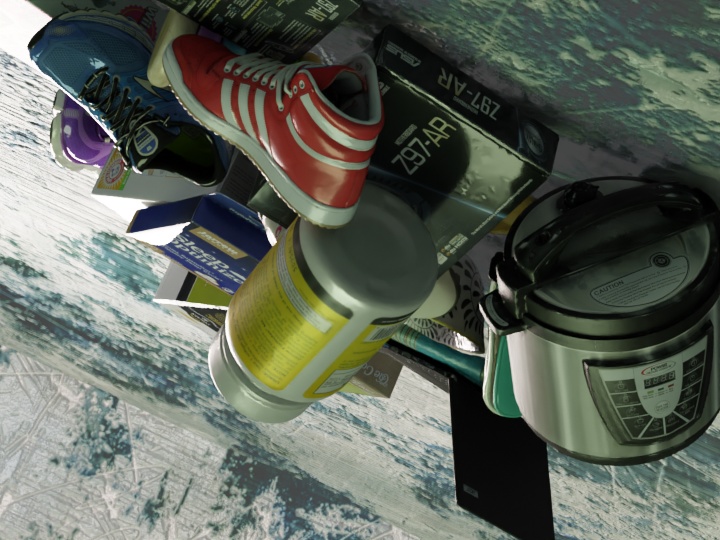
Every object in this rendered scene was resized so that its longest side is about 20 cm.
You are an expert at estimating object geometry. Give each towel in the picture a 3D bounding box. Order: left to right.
[{"bbox_3d":[0.041,0.061,1.823,0.199,0.022,0.147,27,174,15],"label":"towel"}]

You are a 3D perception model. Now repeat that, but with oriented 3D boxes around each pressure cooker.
[{"bbox_3d":[0.190,0.026,1.517,0.177,0.176,0.201,13,135,24],"label":"pressure cooker"}]

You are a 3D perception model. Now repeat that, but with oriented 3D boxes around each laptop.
[{"bbox_3d":[0.084,0.155,1.820,0.199,0.104,0.177,24,173,41],"label":"laptop"}]

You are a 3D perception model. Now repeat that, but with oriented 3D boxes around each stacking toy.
[{"bbox_3d":[-0.063,-0.149,1.575,0.199,0.086,0.085,23,166,-12],"label":"stacking toy"}]

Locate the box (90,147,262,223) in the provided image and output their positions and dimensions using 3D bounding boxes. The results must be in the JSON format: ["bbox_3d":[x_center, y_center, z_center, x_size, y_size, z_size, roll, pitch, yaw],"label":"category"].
[{"bbox_3d":[-0.142,-0.082,1.872,0.199,0.102,0.112,8,157,49],"label":"box"}]

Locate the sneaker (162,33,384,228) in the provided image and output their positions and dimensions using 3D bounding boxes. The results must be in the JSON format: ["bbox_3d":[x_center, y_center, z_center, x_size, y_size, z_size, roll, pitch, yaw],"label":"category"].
[{"bbox_3d":[-0.059,-0.135,1.446,0.200,0.071,0.113,43,132,21],"label":"sneaker"}]

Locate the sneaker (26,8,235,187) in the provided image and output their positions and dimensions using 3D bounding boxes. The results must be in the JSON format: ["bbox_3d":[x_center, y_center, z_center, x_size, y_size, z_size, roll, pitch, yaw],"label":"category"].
[{"bbox_3d":[-0.177,-0.134,1.598,0.199,0.090,0.079,30,121,-27],"label":"sneaker"}]

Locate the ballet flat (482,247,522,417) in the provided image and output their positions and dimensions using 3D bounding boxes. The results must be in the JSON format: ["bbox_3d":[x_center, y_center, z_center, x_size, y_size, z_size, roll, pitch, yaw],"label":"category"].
[{"bbox_3d":[0.135,0.027,1.676,0.069,0.202,0.070,7,-152,-4],"label":"ballet flat"}]

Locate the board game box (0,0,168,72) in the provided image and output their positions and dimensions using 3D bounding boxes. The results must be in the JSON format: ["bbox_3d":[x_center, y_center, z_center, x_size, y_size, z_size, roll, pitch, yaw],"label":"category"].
[{"bbox_3d":[-0.231,-0.201,1.686,0.199,0.065,0.147,31,164,-28],"label":"board game box"}]

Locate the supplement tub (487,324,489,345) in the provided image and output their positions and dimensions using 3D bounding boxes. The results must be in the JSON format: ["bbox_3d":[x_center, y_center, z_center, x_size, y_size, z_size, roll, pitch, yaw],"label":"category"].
[{"bbox_3d":[0.199,0.053,1.750,0.122,0.123,0.200,30,165,-19],"label":"supplement tub"}]

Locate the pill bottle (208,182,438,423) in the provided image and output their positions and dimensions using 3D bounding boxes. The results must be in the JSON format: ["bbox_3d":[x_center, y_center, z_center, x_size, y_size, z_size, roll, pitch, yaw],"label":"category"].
[{"bbox_3d":[-0.035,0.030,1.538,0.114,0.115,0.200,28,137,-14],"label":"pill bottle"}]

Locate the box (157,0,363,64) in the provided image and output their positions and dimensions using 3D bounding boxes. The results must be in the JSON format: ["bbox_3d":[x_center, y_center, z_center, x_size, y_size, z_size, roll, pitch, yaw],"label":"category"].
[{"bbox_3d":[-0.088,-0.219,1.427,0.159,0.044,0.200,28,165,-11],"label":"box"}]

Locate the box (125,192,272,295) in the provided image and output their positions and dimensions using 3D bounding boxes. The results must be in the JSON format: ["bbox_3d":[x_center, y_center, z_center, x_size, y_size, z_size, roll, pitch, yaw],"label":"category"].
[{"bbox_3d":[-0.122,-0.022,1.788,0.121,0.033,0.200,31,163,-22],"label":"box"}]

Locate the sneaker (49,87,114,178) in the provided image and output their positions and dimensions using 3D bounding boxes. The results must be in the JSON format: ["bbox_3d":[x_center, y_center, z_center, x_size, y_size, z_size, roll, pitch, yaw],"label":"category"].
[{"bbox_3d":[-0.238,-0.128,1.971,0.083,0.081,0.200,-1,163,24],"label":"sneaker"}]

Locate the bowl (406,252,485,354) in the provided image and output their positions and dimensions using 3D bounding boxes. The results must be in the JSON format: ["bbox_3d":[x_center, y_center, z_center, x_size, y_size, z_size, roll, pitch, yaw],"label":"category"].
[{"bbox_3d":[0.040,-0.005,1.838,0.199,0.095,0.201,23,175,2],"label":"bowl"}]

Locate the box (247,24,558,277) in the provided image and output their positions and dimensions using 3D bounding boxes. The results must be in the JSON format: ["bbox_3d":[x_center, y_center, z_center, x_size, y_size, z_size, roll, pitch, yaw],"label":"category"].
[{"bbox_3d":[0.030,-0.077,1.531,0.160,0.044,0.200,31,137,-15],"label":"box"}]

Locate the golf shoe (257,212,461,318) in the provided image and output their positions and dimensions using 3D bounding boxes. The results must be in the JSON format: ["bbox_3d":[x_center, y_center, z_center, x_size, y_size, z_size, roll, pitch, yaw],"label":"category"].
[{"bbox_3d":[0.000,0.000,1.668,0.199,0.077,0.088,28,-153,-24],"label":"golf shoe"}]

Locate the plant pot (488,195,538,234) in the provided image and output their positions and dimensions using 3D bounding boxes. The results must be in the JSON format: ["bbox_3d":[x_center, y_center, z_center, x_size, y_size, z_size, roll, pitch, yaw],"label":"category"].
[{"bbox_3d":[0.058,-0.063,1.671,0.198,0.028,0.200,15,175,1],"label":"plant pot"}]

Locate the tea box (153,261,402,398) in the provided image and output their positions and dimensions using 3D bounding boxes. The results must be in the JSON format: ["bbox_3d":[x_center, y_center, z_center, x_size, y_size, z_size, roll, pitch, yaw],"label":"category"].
[{"bbox_3d":[-0.068,0.025,2.060,0.199,0.134,0.196,34,163,-34],"label":"tea box"}]
